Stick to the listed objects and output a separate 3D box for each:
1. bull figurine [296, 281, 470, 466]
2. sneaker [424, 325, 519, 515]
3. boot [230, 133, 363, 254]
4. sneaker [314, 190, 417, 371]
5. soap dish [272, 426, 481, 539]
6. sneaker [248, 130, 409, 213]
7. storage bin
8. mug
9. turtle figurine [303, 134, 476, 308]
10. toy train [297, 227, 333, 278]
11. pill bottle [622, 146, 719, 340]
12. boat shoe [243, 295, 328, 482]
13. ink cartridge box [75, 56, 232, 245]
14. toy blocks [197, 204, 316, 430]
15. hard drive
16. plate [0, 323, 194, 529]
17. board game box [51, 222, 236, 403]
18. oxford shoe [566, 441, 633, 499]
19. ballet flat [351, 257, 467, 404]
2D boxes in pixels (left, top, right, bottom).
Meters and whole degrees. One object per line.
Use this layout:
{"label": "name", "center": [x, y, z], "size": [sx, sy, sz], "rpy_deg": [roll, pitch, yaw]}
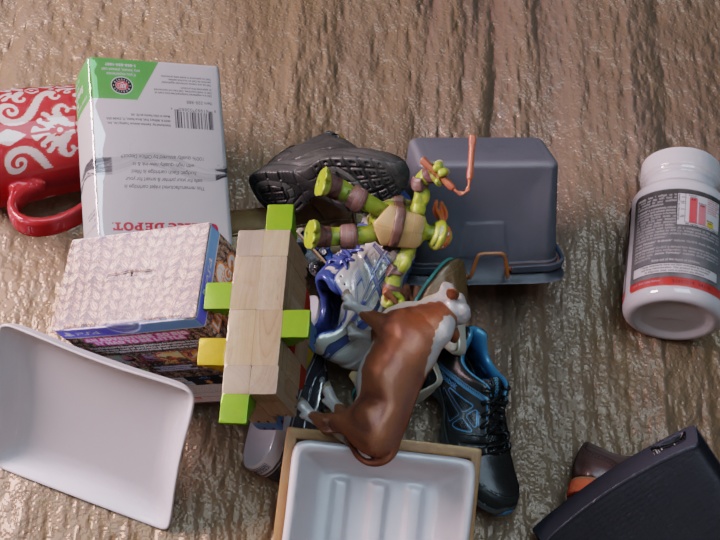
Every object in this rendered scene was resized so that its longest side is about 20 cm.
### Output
{"label": "bull figurine", "center": [0.025, 0.086, 1.069], "size": [0.120, 0.065, 0.202], "rpy_deg": [15, 67, 27]}
{"label": "sneaker", "center": [0.124, 0.156, 1.168], "size": [0.072, 0.082, 0.203], "rpy_deg": [-3, 63, -39]}
{"label": "boot", "center": [-0.095, -0.067, 1.270], "size": [0.196, 0.066, 0.178], "rpy_deg": [-9, 65, -9]}
{"label": "sneaker", "center": [0.000, 0.000, 1.158], "size": [0.087, 0.075, 0.204], "rpy_deg": [20, 78, -34]}
{"label": "soap dish", "center": [0.014, 0.245, 1.100], "size": [0.196, 0.081, 0.161], "rpy_deg": [7, 86, -3]}
{"label": "sneaker", "center": [-0.028, -0.114, 1.189], "size": [0.197, 0.077, 0.091], "rpy_deg": [3, 43, 35]}
{"label": "storage bin", "center": [0.131, -0.068, 1.226], "size": [0.196, 0.137, 0.146], "rpy_deg": [-2, 27, -6]}
{"label": "mug", "center": [-0.329, -0.127, 1.248], "size": [0.196, 0.133, 0.181], "rpy_deg": [-11, 86, -16]}
{"label": "turtle figurine", "center": [0.031, -0.056, 1.107], "size": [0.158, 0.203, 0.065], "rpy_deg": [12, 20, -14]}
{"label": "toy train", "center": [-0.008, 0.023, 1.222], "size": [0.200, 0.034, 0.046], "rpy_deg": [46, 78, -4]}
{"label": "pill bottle", "center": [0.366, -0.033, 1.278], "size": [0.114, 0.116, 0.203], "rpy_deg": [12, 64, -1]}
{"label": "boat shoe", "center": [-0.064, 0.128, 1.179], "size": [0.067, 0.071, 0.203], "rpy_deg": [31, 59, -31]}
{"label": "ink cartridge box", "center": [-0.220, -0.111, 1.166], "size": [0.144, 0.084, 0.204], "rpy_deg": [0, 78, -27]}
{"label": "toy blocks", "center": [-0.080, 0.060, 1.033], "size": [0.098, 0.137, 0.204], "rpy_deg": [-1, 69, 11]}
{"label": "hard drive", "center": [0.286, 0.262, 1.110], "size": [0.199, 0.042, 0.136], "rpy_deg": [-34, 84, 9]}
{"label": "plate", "center": [-0.262, 0.149, 1.086], "size": [0.197, 0.202, 0.033], "rpy_deg": [19, 37, 3]}
{"label": "board game box", "center": [-0.178, 0.051, 1.101], "size": [0.157, 0.200, 0.098], "rpy_deg": [-5, 61, 21]}
{"label": "oxford shoe", "center": [0.321, 0.233, 1.172], "size": [0.197, 0.072, 0.073], "rpy_deg": [17, 58, 2]}
{"label": "ballet flat", "center": [0.067, 0.085, 1.166], "size": [0.072, 0.068, 0.201], "rpy_deg": [41, 101, 33]}
